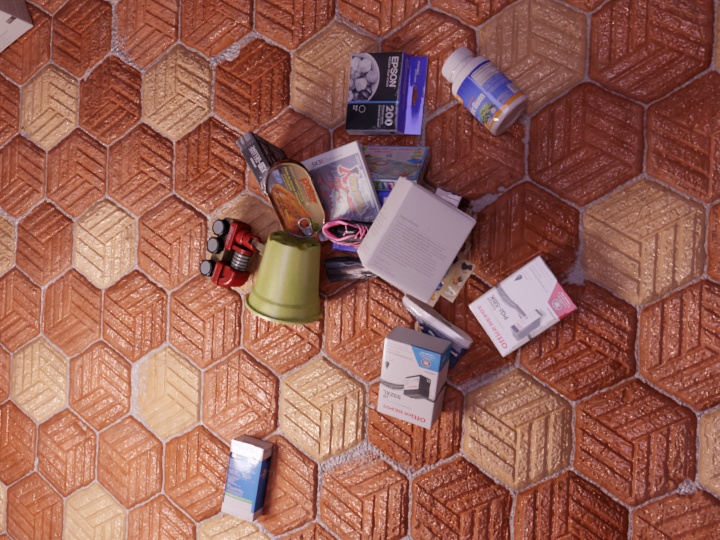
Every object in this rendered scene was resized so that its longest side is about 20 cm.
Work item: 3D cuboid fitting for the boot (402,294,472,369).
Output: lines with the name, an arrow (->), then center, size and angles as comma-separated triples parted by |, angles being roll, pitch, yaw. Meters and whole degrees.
boot -> 0.167, 0.148, 1.432 | 0.199, 0.073, 0.091 | 37, 107, 16

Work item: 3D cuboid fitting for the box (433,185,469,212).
box -> 0.185, -0.091, 1.414 | 0.074, 0.100, 0.202 | 26, 99, 19

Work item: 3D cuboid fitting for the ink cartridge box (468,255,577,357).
ink cartridge box -> 0.369, 0.082, 1.351 | 0.199, 0.083, 0.148 | -38, 78, 16

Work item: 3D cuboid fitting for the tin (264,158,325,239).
tin -> -0.154, -0.169, 1.406 | 0.110, 0.042, 0.202 | -17, 121, 7

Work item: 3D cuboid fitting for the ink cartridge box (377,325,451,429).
ink cartridge box -> 0.126, 0.254, 1.408 | 0.143, 0.084, 0.203 | 14, 112, 22

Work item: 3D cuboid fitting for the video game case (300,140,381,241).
video game case -> -0.052, -0.189, 1.433 | 0.180, 0.023, 0.203 | -15, 100, 26

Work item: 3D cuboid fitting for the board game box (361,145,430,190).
board game box -> 0.060, -0.253, 1.454 | 0.197, 0.034, 0.135 | 5, 49, 21

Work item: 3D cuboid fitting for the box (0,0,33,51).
box -> -1.210, -0.850, 1.927 | 0.197, 0.130, 0.202 | -26, 81, 19

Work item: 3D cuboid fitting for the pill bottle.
pill bottle -> 0.283, -0.421, 1.374 | 0.112, 0.112, 0.200 | -45, 75, 14

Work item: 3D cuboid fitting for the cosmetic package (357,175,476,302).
cosmetic package -> 0.113, -0.072, 1.267 | 0.164, 0.165, 0.202 | 29, 99, -10

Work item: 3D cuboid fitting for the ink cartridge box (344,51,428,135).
ink cartridge box -> 0.064, -0.446, 1.494 | 0.197, 0.043, 0.201 | 5, 91, 19

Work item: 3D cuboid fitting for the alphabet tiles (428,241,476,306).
alphabet tiles -> 0.157, -0.022, 1.368 | 0.199, 0.006, 0.168 | 34, 100, 17

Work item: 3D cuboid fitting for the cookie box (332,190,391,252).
cookie box -> 0.038, -0.127, 1.481 | 0.197, 0.075, 0.174 | 5, 91, 20

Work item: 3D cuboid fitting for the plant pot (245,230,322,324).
plant pot -> -0.176, 0.007, 1.476 | 0.198, 0.200, 0.187 | 18, 109, 19

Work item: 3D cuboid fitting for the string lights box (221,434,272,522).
string lights box -> -0.309, 0.564, 1.612 | 0.101, 0.059, 0.203 | 11, 93, 20

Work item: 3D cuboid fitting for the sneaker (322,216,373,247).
sneaker -> 0.000, -0.085, 1.374 | 0.197, 0.095, 0.080 | 6, 90, 18

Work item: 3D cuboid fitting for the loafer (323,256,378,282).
loafer -> 0.000, 0.000, 1.507 | 0.197, 0.072, 0.064 | 1, 109, 26

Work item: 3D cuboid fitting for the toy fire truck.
toy fire truck -> -0.307, -0.029, 1.599 | 0.198, 0.128, 0.178 | 24, 98, 29

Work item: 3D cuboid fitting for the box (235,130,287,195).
box -> -0.220, -0.256, 1.513 | 0.049, 0.200, 0.159 | -32, 79, 13
